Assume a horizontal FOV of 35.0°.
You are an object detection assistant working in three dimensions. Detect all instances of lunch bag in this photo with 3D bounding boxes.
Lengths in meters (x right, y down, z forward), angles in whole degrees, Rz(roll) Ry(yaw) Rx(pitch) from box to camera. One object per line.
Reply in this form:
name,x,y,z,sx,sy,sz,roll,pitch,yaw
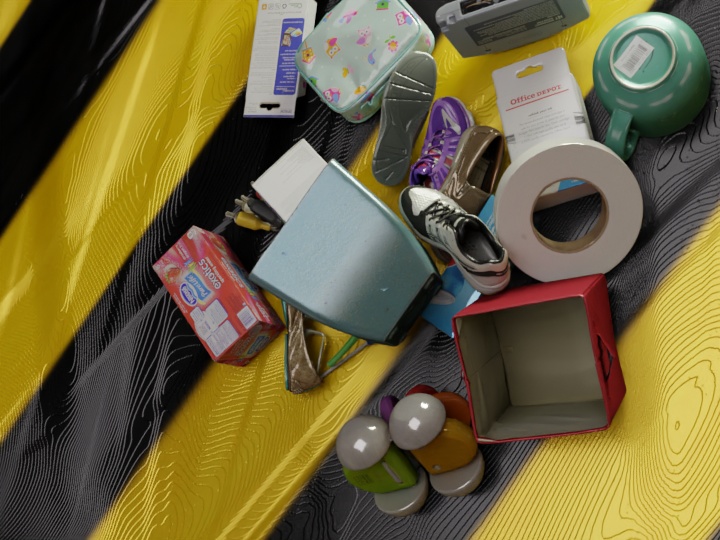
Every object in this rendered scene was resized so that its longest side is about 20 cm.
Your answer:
lunch bag,0.006,-0.331,1.749,0.200,0.077,0.161,-45,68,11

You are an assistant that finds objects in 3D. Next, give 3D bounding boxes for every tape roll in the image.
tape roll,0.278,-0.079,1.541,0.200,0.037,0.205,0,112,0

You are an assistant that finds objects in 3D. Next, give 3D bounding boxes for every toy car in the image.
toy car,0.067,0.233,1.592,0.199,0.175,0.151,-24,37,19

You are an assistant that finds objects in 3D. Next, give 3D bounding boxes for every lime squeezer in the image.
lime squeezer,0.007,0.056,1.683,0.070,0.038,0.202,21,86,42

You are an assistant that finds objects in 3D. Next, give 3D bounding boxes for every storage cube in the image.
storage cube,0.239,0.111,1.486,0.198,0.180,0.173,-11,95,21

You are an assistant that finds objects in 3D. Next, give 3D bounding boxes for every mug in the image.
mug,0.392,-0.254,1.542,0.151,0.114,0.187,-10,76,22

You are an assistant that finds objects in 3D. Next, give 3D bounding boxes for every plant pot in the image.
plant pot,0.000,0.000,1.577,0.199,0.196,0.197,37,91,13

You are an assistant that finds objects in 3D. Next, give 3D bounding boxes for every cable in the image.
cable,-0.112,-0.075,1.788,0.199,0.050,0.097,35,78,13

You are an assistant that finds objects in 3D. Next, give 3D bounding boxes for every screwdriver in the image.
screwdriver,-0.003,0.116,1.700,0.199,0.029,0.028,-35,69,14

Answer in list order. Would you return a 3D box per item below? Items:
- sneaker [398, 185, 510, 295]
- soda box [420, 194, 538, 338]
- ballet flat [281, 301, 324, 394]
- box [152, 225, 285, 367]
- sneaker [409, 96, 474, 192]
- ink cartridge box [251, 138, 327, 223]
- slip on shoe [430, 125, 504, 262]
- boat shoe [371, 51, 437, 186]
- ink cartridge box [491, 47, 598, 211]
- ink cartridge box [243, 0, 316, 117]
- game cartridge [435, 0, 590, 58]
sneaker,0.131,-0.060,1.544,0.076,0.088,0.200,-41,68,-16
soda box,0.168,-0.001,1.625,0.068,0.064,0.201,33,94,25
ballet flat,-0.088,0.086,1.731,0.065,0.071,0.202,-5,78,-3
box,-0.220,0.041,1.772,0.100,0.095,0.201,-42,67,11
sneaker,0.114,-0.158,1.660,0.080,0.083,0.202,2,81,37
ink cartridge box,-0.060,-0.091,1.734,0.109,0.050,0.200,-42,75,-4
slip on shoe,0.156,-0.108,1.626,0.060,0.076,0.202,16,84,57
boat shoe,0.062,-0.225,1.702,0.074,0.065,0.204,13,93,-3
ink cartridge box,0.265,-0.198,1.614,0.115,0.067,0.202,-16,74,19
ink cartridge box,-0.129,-0.339,1.834,0.094,0.037,0.202,4,80,24
game cartridge,0.220,-0.364,1.628,0.198,0.133,0.042,-14,75,20
